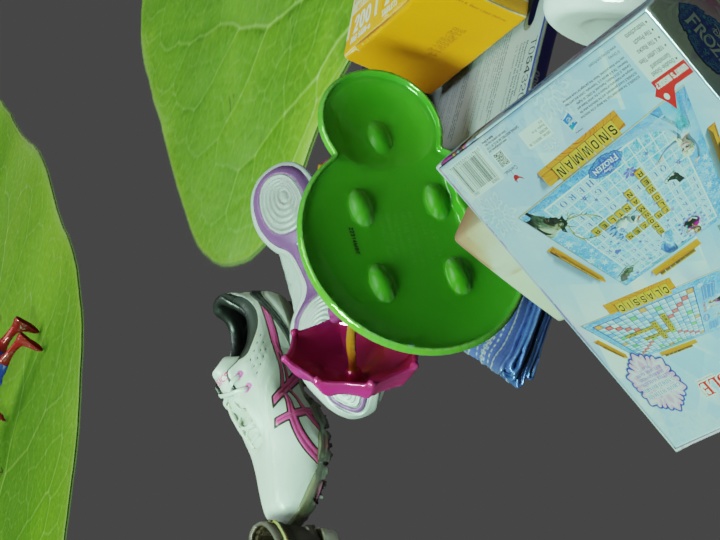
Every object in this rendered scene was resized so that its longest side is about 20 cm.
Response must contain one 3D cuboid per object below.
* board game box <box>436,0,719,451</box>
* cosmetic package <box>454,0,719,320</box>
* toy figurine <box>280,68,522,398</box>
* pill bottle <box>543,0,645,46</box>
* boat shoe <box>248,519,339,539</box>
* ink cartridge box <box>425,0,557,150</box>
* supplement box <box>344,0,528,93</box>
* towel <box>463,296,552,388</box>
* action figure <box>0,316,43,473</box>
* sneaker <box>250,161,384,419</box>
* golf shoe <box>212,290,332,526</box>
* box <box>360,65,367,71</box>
[{"bbox_3d":[0.158,-0.021,1.027,0.041,0.200,0.200,-42,4,-33],"label":"board game box"},{"bbox_3d":[0.148,-0.058,1.148,0.200,0.087,0.103,-32,25,57],"label":"cosmetic package"},{"bbox_3d":[0.000,0.000,1.370,0.184,0.150,0.200,124,134,-57],"label":"toy figurine"},{"bbox_3d":[0.174,-0.227,1.185,0.112,0.112,0.200,-4,73,66],"label":"pill bottle"},{"bbox_3d":[-0.047,0.246,1.458,0.200,0.059,0.072,-96,28,-57],"label":"boat shoe"},{"bbox_3d":[0.098,-0.164,1.397,0.200,0.043,0.197,-13,60,64],"label":"ink cartridge box"},{"bbox_3d":[0.061,-0.237,1.394,0.126,0.073,0.200,-36,38,54],"label":"supplement box"},{"bbox_3d":[0.084,-0.015,1.385,0.200,0.024,0.145,32,106,66],"label":"towel"},{"bbox_3d":[-0.420,0.158,2.407,0.200,0.099,0.065,-46,28,12],"label":"action figure"},{"bbox_3d":[-0.014,0.015,1.551,0.075,0.100,0.200,-24,69,19],"label":"sneaker"},{"bbox_3d":[-0.074,0.106,1.595,0.073,0.092,0.200,-50,36,44],"label":"golf shoe"},{"bbox_3d":[0.008,-0.104,1.492,0.200,0.036,0.143,-81,6,-50],"label":"box"}]
